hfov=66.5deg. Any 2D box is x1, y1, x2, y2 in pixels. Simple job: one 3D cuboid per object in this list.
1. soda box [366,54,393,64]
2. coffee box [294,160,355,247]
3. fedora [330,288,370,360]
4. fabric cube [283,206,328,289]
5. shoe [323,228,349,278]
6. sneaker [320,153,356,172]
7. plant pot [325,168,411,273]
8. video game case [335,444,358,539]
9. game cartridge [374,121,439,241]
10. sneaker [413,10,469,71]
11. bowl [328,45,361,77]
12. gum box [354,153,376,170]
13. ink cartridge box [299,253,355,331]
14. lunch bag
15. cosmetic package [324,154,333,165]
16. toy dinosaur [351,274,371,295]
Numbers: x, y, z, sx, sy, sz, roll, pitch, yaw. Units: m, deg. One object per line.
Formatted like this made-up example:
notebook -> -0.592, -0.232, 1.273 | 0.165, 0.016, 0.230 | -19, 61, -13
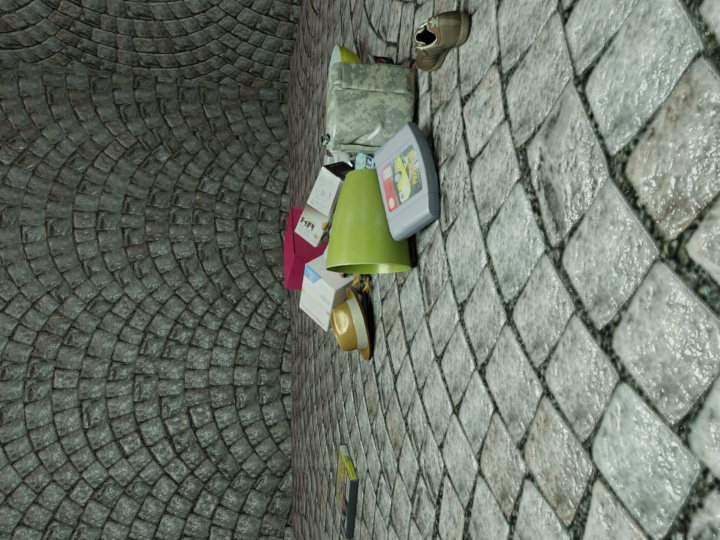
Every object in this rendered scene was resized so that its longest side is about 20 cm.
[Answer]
soda box -> 0.035, -0.430, 1.389 | 0.072, 0.062, 0.203 | -103, 20, -46
coffee box -> -0.082, -0.176, 1.452 | 0.114, 0.079, 0.202 | -34, -25, -57
fedora -> -0.033, 0.153, 1.491 | 0.200, 0.080, 0.206 | 166, 91, -78
fabric cube -> -0.150, -0.070, 1.846 | 0.201, 0.195, 0.200 | 114, 155, -52
shoe -> -0.040, -0.063, 1.487 | 0.091, 0.071, 0.201 | 47, 145, 16
sneaker -> -0.080, -0.248, 1.583 | 0.074, 0.086, 0.205 | -125, 50, -80
plant pot -> 0.017, -0.104, 1.169 | 0.187, 0.182, 0.206 | 155, 116, -75
video game case -> -0.044, 0.674, 1.687 | 0.181, 0.025, 0.205 | -128, 40, -69
game cartridge -> 0.091, -0.177, 1.071 | 0.132, 0.040, 0.205 | -30, 65, 45
sneaker -> 0.124, -0.415, 0.986 | 0.200, 0.074, 0.072 | -176, 88, -76
bowl -> -0.027, -0.527, 1.561 | 0.200, 0.105, 0.206 | -179, 90, -76
gum box -> 0.017, -0.175, 1.321 | 0.170, 0.043, 0.205 | -125, 39, -68
ink cartridge box -> -0.091, 0.066, 1.637 | 0.128, 0.124, 0.203 | 39, 138, 24
lunch bag -> 0.016, -0.332, 1.171 | 0.139, 0.195, 0.172 | 128, 143, -70
cosmetic package -> -0.067, -0.254, 1.721 | 0.074, 0.099, 0.205 | -134, 45, -70
toy dinosaur -> 0.000, 0.000, 1.498 | 0.107, 0.059, 0.203 | -102, 19, -48
